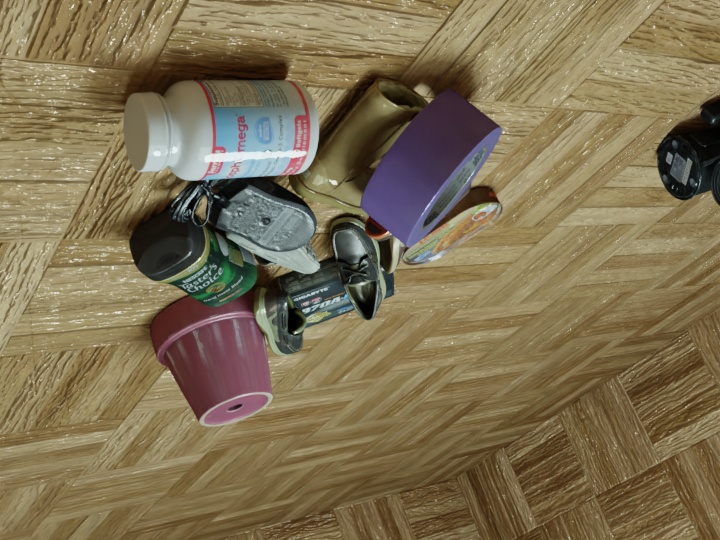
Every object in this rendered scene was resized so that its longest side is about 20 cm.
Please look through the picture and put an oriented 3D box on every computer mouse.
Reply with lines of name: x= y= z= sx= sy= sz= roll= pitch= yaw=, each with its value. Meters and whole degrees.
computer mouse: x=-0.142 y=-0.092 z=1.242 sx=0.199 sy=0.053 sz=0.138 roll=28 pitch=117 yaw=-39

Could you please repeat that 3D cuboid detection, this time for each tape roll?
tape roll: x=0.094 y=-0.134 z=1.247 sx=0.200 sy=0.085 sz=0.200 roll=-48 pitch=171 yaw=-10

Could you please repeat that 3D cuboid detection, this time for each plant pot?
plant pot: x=-0.233 y=0.152 z=1.568 sx=0.199 sy=0.180 sz=0.200 roll=-20 pitch=157 yaw=-9

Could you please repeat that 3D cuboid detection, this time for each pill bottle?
pill bottle: x=-0.155 y=-0.157 z=1.046 sx=0.199 sy=0.109 sz=0.109 roll=-8 pitch=153 yaw=-32

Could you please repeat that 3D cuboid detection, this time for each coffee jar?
coffee jar: x=-0.232 y=-0.016 z=1.316 sx=0.104 sy=0.086 sz=0.200 roll=-28 pitch=156 yaw=12

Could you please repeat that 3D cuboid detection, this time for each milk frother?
milk frother: x=0.658 y=-0.184 z=1.628 sx=0.187 sy=0.201 sz=0.181 roll=-16 pitch=153 yaw=-16

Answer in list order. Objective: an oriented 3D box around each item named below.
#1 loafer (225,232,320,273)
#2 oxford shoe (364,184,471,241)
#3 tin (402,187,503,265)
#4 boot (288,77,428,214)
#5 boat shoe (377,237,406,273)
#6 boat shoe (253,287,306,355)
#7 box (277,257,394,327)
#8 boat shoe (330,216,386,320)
loafer: x=-0.127 y=-0.038 z=1.389 sx=0.070 sy=0.070 sz=0.200 roll=-34 pitch=146 yaw=12
oxford shoe: x=0.093 y=-0.093 z=1.390 sx=0.199 sy=0.071 sz=0.073 roll=-34 pitch=137 yaw=-18
tin: x=0.150 y=-0.074 z=1.608 sx=0.199 sy=0.042 sz=0.112 roll=-33 pitch=159 yaw=24
boot: x=0.021 y=-0.161 z=1.261 sx=0.174 sy=0.066 sz=0.200 roll=2 pitch=145 yaw=-47
boat shoe: x=0.065 y=-0.069 z=1.498 sx=0.072 sy=0.072 sz=0.201 roll=-22 pitch=147 yaw=-19
boat shoe: x=-0.122 y=0.090 z=1.560 sx=0.065 sy=0.072 sz=0.201 roll=0 pitch=152 yaw=14
box: x=-0.039 y=0.030 z=1.649 sx=0.199 sy=0.046 sz=0.159 roll=-19 pitch=157 yaw=-7
boat shoe: x=0.000 y=0.000 z=1.514 sx=0.073 sy=0.065 sz=0.201 roll=-11 pitch=134 yaw=14
